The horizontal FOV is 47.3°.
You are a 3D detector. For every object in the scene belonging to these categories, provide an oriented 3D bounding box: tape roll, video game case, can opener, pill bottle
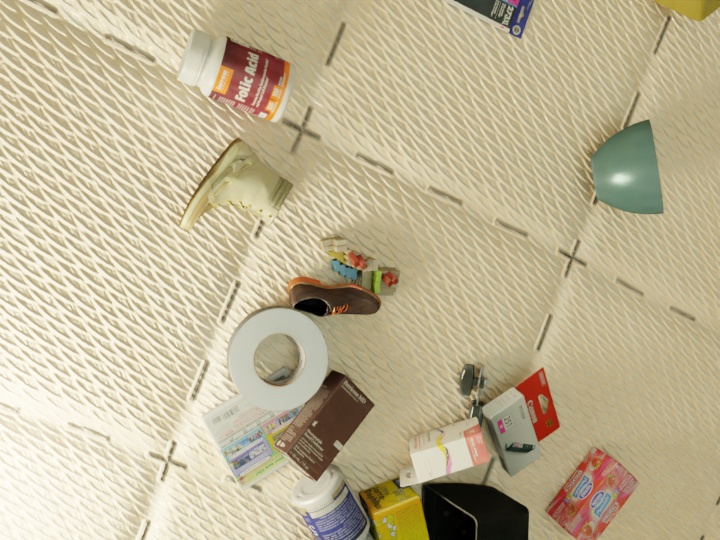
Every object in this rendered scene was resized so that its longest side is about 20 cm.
[{"bbox_3d":[-0.165,0.174,1.633,0.196,0.066,0.205,0,91,-14],"label":"tape roll"},{"bbox_3d":[-0.199,0.324,1.686,0.198,0.022,0.184,-29,107,-13],"label":"video game case"},{"bbox_3d":[0.248,0.306,1.827,0.065,0.053,0.204,6,97,15],"label":"can opener"},{"bbox_3d":[-0.049,0.519,1.717,0.119,0.120,0.202,-31,107,-11],"label":"pill bottle"},{"bbox_3d":[-0.227,-0.360,1.510,0.197,0.114,0.116,17,94,-21],"label":"pill bottle"}]

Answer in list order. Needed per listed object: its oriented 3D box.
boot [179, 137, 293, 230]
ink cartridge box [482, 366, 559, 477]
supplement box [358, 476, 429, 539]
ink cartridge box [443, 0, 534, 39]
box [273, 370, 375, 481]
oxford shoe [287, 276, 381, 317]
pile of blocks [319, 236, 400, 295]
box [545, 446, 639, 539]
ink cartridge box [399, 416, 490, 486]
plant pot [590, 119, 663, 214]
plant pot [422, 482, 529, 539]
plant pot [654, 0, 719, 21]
[{"bbox_3d":[-0.236,-0.128,1.569,0.155,0.073,0.201,38,81,-18],"label":"boot"},{"bbox_3d":[0.374,0.342,1.847,0.172,0.044,0.202,-30,123,-11],"label":"ink cartridge box"},{"bbox_3d":[0.081,0.571,1.776,0.108,0.109,0.204,-17,104,-16],"label":"supplement box"},{"bbox_3d":[0.272,-0.561,1.690,0.197,0.037,0.096,19,93,-23],"label":"ink cartridge box"},{"bbox_3d":[-0.073,0.316,1.682,0.100,0.075,0.201,45,72,-23],"label":"box"},{"bbox_3d":[-0.051,0.070,1.655,0.196,0.073,0.072,8,127,-15],"label":"oxford shoe"},{"bbox_3d":[0.000,0.000,1.677,0.198,0.062,0.083,29,89,-20],"label":"pile of blocks"},{"bbox_3d":[0.544,0.532,1.932,0.095,0.100,0.201,41,86,-20],"label":"box"},{"bbox_3d":[0.169,0.385,1.751,0.197,0.117,0.069,-19,95,4],"label":"ink cartridge box"},{"bbox_3d":[0.574,-0.213,1.787,0.132,0.200,0.204,-10,105,19],"label":"plant pot"},{"bbox_3d":[0.261,0.579,1.803,0.175,0.199,0.204,-6,101,-28],"label":"plant pot"},{"bbox_3d":[0.713,-0.655,1.733,0.199,0.200,0.177,-37,140,-9],"label":"plant pot"}]
